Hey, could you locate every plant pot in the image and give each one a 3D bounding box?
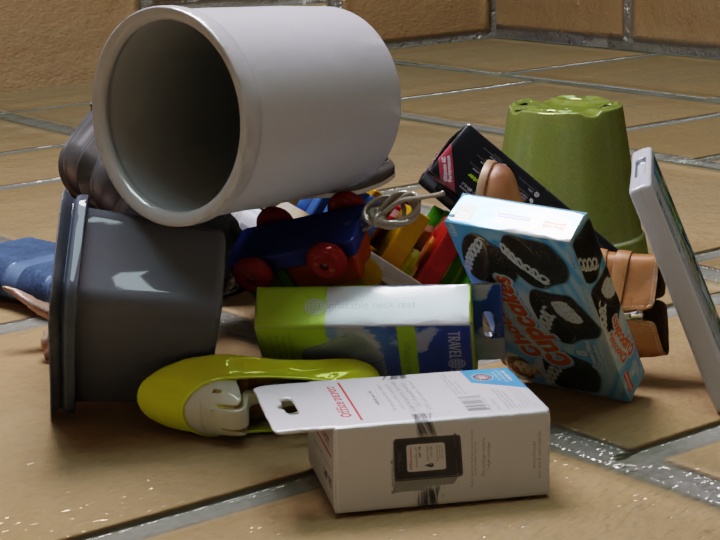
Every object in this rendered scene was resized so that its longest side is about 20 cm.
[{"bbox_3d":[0.219,-0.087,1.905,0.200,0.190,0.200,-2,13,1],"label":"plant pot"}]

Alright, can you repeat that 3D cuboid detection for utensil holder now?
[{"bbox_3d":[-0.089,-0.131,1.433,0.170,0.170,0.200,9,14,37],"label":"utensil holder"}]

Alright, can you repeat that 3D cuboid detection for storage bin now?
[{"bbox_3d":[-0.183,0.027,1.458,0.134,0.200,0.146,5,57,-7],"label":"storage bin"}]

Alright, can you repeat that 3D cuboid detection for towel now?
[{"bbox_3d":[-0.332,0.008,1.879,0.112,0.049,0.200,-13,18,-41],"label":"towel"}]

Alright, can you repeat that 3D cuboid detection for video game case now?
[{"bbox_3d":[0.275,0.003,1.512,0.022,0.200,0.182,-21,9,14],"label":"video game case"}]

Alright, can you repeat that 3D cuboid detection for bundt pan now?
[{"bbox_3d":[-0.191,-0.056,1.571,0.076,0.202,0.202,-45,27,-12],"label":"bundt pan"}]

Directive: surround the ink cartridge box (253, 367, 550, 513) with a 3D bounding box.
[{"bbox_3d":[0.028,0.124,1.300,0.200,0.067,0.116,-4,14,-10],"label":"ink cartridge box"}]

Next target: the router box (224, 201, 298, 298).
[{"bbox_3d":[-0.097,-0.071,1.865,0.052,0.200,0.157,37,29,20],"label":"router box"}]

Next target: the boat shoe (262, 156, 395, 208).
[{"bbox_3d":[-0.048,-0.095,1.594,0.200,0.057,0.067,-13,20,-36],"label":"boat shoe"}]

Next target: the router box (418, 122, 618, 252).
[{"bbox_3d":[0.152,-0.053,1.735,0.200,0.062,0.150,40,-2,0],"label":"router box"}]

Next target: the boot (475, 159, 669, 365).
[{"bbox_3d":[0.185,-0.008,1.542,0.155,0.200,0.074,-4,22,27],"label":"boot"}]

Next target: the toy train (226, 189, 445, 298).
[{"bbox_3d":[0.000,0.000,1.480,0.200,0.116,0.085,-11,36,26],"label":"toy train"}]

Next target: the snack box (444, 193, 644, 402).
[{"bbox_3d":[0.153,0.024,1.453,0.116,0.200,0.037,11,54,34],"label":"snack box"}]

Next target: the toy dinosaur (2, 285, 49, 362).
[{"bbox_3d":[-0.232,0.033,1.692,0.200,0.086,0.136,-3,13,12],"label":"toy dinosaur"}]

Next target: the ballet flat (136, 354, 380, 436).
[{"bbox_3d":[-0.078,0.104,1.417,0.200,0.067,0.067,-2,27,-6],"label":"ballet flat"}]

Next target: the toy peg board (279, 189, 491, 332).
[{"bbox_3d":[0.032,-0.037,1.704,0.199,0.098,0.200,33,-1,-24],"label":"toy peg board"}]

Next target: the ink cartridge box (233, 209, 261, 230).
[{"bbox_3d":[-0.053,-0.016,1.734,0.200,0.047,0.160,19,7,-39],"label":"ink cartridge box"}]

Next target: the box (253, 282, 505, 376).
[{"bbox_3d":[0.019,0.060,1.470,0.200,0.122,0.048,-1,56,6],"label":"box"}]
